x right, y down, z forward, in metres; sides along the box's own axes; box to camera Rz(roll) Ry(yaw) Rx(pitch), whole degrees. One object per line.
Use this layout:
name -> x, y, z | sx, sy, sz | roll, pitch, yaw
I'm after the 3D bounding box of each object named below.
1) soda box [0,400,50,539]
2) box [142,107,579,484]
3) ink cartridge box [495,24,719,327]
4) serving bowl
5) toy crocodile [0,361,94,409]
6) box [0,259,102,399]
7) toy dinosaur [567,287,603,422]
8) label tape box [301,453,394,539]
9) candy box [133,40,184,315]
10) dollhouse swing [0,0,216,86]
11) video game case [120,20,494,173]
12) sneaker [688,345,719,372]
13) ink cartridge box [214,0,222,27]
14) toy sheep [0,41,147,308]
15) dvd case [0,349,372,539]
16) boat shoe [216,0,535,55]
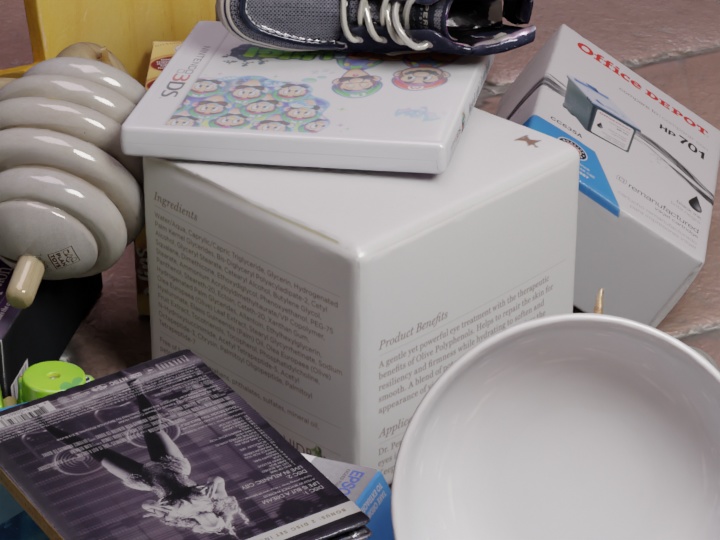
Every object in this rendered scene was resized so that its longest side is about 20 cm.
soda box -> -0.229, 0.130, 1.448 | 0.199, 0.068, 0.064 | -13, 33, -22
box -> 0.000, 0.000, 1.577 | 0.200, 0.172, 0.199 | 25, 37, 38
ink cartridge box -> 0.160, -0.062, 1.724 | 0.146, 0.086, 0.200 | 33, 31, -7
serving bowl -> 0.117, 0.118, 1.361 | 0.199, 0.201, 0.066 | 2, 8, 3
toy crocodile -> -0.221, 0.089, 1.524 | 0.199, 0.068, 0.062 | -4, 28, -8
box -> -0.263, 0.021, 1.642 | 0.141, 0.079, 0.200 | 3, 29, 11
toy dinosaur -> 0.090, 0.114, 1.418 | 0.200, 0.106, 0.060 | -37, 14, 25
label tape box -> -0.045, 0.163, 1.394 | 0.199, 0.064, 0.144 | 11, 31, 20
candy box -> -0.123, -0.068, 1.759 | 0.056, 0.117, 0.200 | -1, 29, -1
dollhouse swing -> -0.208, -0.190, 1.863 | 0.200, 0.176, 0.181 | -27, 16, -39
video game case -> -0.028, -0.110, 1.578 | 0.199, 0.024, 0.182 | 4, 27, 11
sneaker -> 0.176, 0.083, 1.509 | 0.075, 0.092, 0.200 | 10, 29, 18
ink cartridge box -> -0.011, -0.098, 1.729 | 0.164, 0.201, 0.075 | 5, 29, 11
toy sheep -> -0.190, -0.060, 1.588 | 0.137, 0.138, 0.201 | 6, 60, 11
dvd case -> -0.109, 0.115, 1.395 | 0.148, 0.016, 0.200 | -18, 35, -28
boat shoe -> 0.015, -0.167, 1.576 | 0.199, 0.075, 0.093 | -7, 19, -12
